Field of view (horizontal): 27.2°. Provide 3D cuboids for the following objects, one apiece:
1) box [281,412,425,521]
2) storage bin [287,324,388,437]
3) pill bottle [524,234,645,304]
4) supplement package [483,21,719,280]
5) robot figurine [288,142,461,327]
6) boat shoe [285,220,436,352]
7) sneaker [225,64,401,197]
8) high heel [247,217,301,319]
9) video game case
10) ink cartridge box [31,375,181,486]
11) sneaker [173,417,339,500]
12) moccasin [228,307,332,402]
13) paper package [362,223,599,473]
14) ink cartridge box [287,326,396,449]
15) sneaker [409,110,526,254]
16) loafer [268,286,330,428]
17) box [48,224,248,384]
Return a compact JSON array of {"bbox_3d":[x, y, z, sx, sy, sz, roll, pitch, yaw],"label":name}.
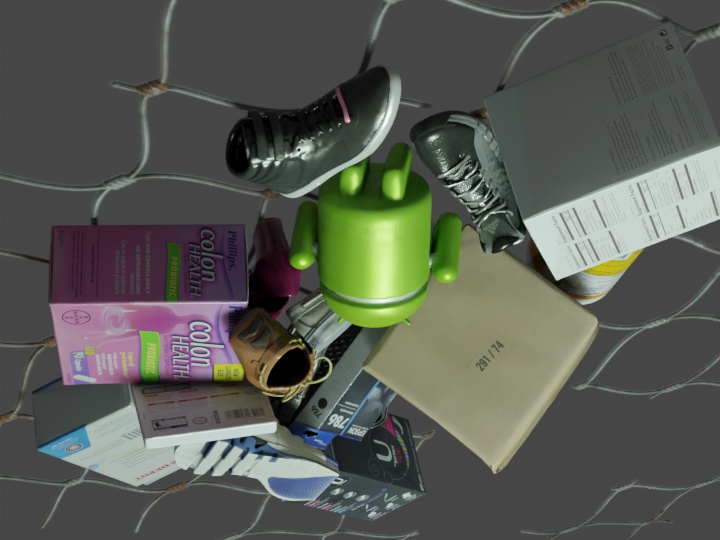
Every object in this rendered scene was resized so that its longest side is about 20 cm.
[{"bbox_3d":[-0.018,0.258,2.039,0.106,0.123,0.200,-32,147,28],"label":"box"},{"bbox_3d":[-0.070,0.142,1.846,0.199,0.094,0.135,-9,151,-9],"label":"storage bin"},{"bbox_3d":[0.253,-0.031,1.676,0.110,0.112,0.200,-2,149,-22],"label":"pill bottle"},{"bbox_3d":[0.251,-0.116,1.486,0.199,0.152,0.151,-21,151,11],"label":"supplement package"},{"bbox_3d":[0.014,-0.030,1.515,0.174,0.116,0.201,4,120,7],"label":"robot figurine"},{"bbox_3d":[0.000,0.000,1.629,0.200,0.070,0.071,-43,172,-16],"label":"boat shoe"},{"bbox_3d":[-0.051,-0.133,1.398,0.099,0.071,0.200,7,149,-42],"label":"sneaker"},{"bbox_3d":[-0.100,0.033,1.638,0.067,0.097,0.200,-10,150,-8],"label":"high heel"},{"bbox_3d":[-0.185,0.116,1.645,0.142,0.200,0.018,-6,128,-16],"label":"video game case"},{"bbox_3d":[-0.283,0.184,1.827,0.144,0.085,0.200,-26,148,19],"label":"ink cartridge box"},{"bbox_3d":[-0.116,0.178,1.670,0.199,0.116,0.081,21,133,-28],"label":"sneaker"},{"bbox_3d":[-0.079,0.098,1.561,0.074,0.078,0.202,-44,162,-13],"label":"moccasin"},{"bbox_3d":[0.135,0.083,1.625,0.200,0.190,0.103,-54,169,3],"label":"paper package"},{"bbox_3d":[0.000,0.136,1.731,0.200,0.039,0.099,-53,146,10],"label":"ink cartridge box"},{"bbox_3d":[0.125,-0.080,1.527,0.075,0.116,0.200,-27,149,21],"label":"sneaker"},{"bbox_3d":[-0.079,0.106,1.717,0.201,0.072,0.063,-62,172,3],"label":"loafer"},{"bbox_3d":[-0.220,0.038,1.563,0.199,0.097,0.176,-1,149,-7],"label":"box"}]
